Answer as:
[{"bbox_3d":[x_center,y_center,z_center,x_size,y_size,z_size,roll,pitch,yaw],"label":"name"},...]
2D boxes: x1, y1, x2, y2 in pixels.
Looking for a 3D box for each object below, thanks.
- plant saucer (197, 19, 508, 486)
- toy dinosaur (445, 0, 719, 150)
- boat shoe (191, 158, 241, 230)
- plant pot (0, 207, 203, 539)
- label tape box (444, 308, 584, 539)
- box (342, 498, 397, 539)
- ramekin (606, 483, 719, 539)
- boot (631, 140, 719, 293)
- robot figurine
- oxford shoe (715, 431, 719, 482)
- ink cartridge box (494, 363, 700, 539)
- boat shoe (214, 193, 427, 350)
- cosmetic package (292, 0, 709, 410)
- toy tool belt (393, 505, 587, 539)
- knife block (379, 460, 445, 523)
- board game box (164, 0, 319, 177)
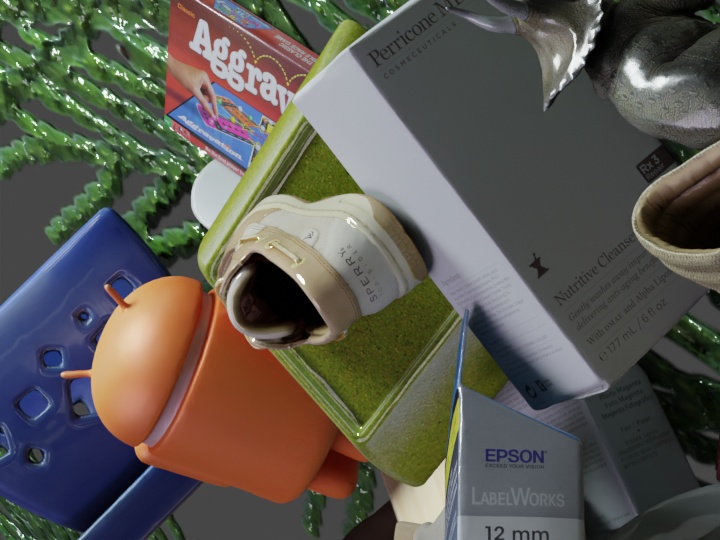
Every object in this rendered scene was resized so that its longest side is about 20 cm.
[{"bbox_3d":[0.000,0.000,1.209,0.200,0.048,0.200,47,129,15],"label":"plant saucer"},{"bbox_3d":[0.142,-0.083,0.913,0.200,0.102,0.077,32,149,36],"label":"toy dinosaur"},{"bbox_3d":[-0.017,-0.003,1.322,0.200,0.071,0.064,38,175,32],"label":"boat shoe"},{"bbox_3d":[-0.181,0.094,1.523,0.180,0.200,0.200,45,172,-1],"label":"plant pot"},{"bbox_3d":[0.074,0.137,1.071,0.066,0.200,0.143,3,157,1],"label":"label tape box"},{"bbox_3d":[0.052,0.260,1.509,0.075,0.100,0.200,14,137,51],"label":"box"},{"bbox_3d":[0.199,0.190,1.077,0.200,0.200,0.098,22,134,45],"label":"ramekin"},{"bbox_3d":[0.220,-0.001,0.854,0.155,0.073,0.200,37,155,-30],"label":"boot"},{"bbox_3d":[-0.082,0.073,1.383,0.200,0.117,0.144,22,166,-12],"label":"robot figurine"},{"bbox_3d":[0.214,0.028,1.009,0.075,0.070,0.200,12,139,9],"label":"oxford shoe"},{"bbox_3d":[0.102,0.062,1.256,0.200,0.057,0.163,70,156,9],"label":"ink cartridge box"},{"bbox_3d":[-0.040,0.006,1.123,0.074,0.069,0.200,55,158,-8],"label":"boat shoe"},{"bbox_3d":[0.076,-0.046,1.060,0.200,0.113,0.081,51,155,-5],"label":"cosmetic package"},{"bbox_3d":[0.076,0.215,1.202,0.123,0.125,0.200,-34,60,42],"label":"toy tool belt"},{"bbox_3d":[0.079,0.203,1.320,0.200,0.064,0.176,55,-163,-7],"label":"knife block"},{"bbox_3d":[-0.041,-0.084,1.277,0.200,0.019,0.103,35,135,31],"label":"board game box"}]
